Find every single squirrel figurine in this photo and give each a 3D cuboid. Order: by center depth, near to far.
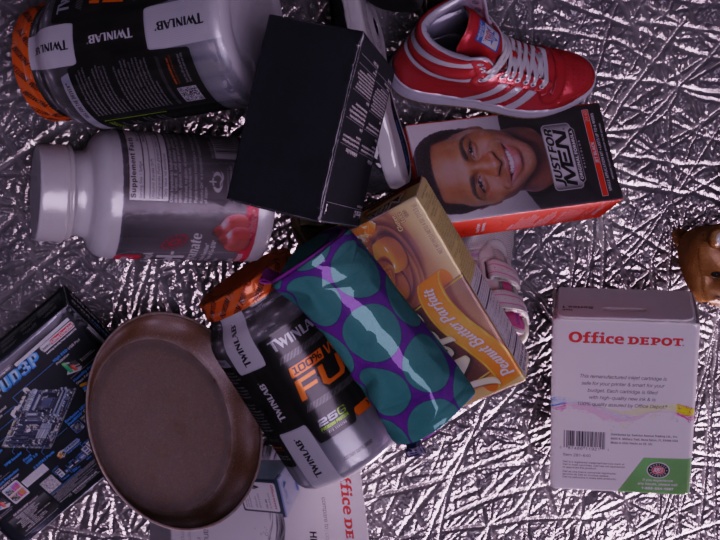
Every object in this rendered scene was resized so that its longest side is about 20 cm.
[{"bbox_3d":[0.422,-0.038,1.396,0.186,0.142,0.201,7,95,-11],"label":"squirrel figurine"}]

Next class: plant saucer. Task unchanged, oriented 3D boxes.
[{"bbox_3d":[-0.173,0.138,1.220,0.032,0.201,0.200,-24,129,41],"label":"plant saucer"}]

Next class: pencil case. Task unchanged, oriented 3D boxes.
[{"bbox_3d":[0.009,0.058,1.154,0.092,0.085,0.200,-29,105,28],"label":"pencil case"}]

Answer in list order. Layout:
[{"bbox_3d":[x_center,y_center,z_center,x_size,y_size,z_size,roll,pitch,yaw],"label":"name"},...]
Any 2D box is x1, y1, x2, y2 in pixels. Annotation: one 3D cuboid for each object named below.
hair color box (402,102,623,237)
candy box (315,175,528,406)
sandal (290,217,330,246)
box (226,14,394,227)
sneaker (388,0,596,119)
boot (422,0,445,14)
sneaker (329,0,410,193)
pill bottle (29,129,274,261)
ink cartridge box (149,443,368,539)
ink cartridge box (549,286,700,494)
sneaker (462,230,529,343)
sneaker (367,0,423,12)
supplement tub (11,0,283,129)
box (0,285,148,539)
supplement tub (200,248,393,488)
[{"bbox_3d":[0.138,-0.092,1.270,0.199,0.061,0.102,-9,77,-16],"label":"hair color box"},{"bbox_3d":[0.054,0.030,1.210,0.115,0.055,0.201,-26,108,21],"label":"candy box"},{"bbox_3d":[0.000,0.000,1.283,0.200,0.054,0.081,43,60,-25],"label":"sandal"},{"bbox_3d":[-0.034,-0.111,1.059,0.078,0.200,0.142,11,92,8],"label":"box"},{"bbox_3d":[0.132,-0.193,1.208,0.199,0.113,0.072,0,71,-13],"label":"sneaker"},{"bbox_3d":[0.116,-0.296,1.182,0.074,0.097,0.201,13,106,-25],"label":"boot"},{"bbox_3d":[-0.031,-0.161,1.201,0.111,0.073,0.201,-11,96,15],"label":"sneaker"},{"bbox_3d":[-0.181,-0.065,1.164,0.199,0.111,0.111,1,111,-20],"label":"pill bottle"},{"bbox_3d":[-0.098,0.249,1.293,0.199,0.147,0.086,5,145,-21],"label":"ink cartridge box"},{"bbox_3d":[0.270,0.123,1.387,0.144,0.084,0.201,1,113,9],"label":"ink cartridge box"},{"bbox_3d":[0.128,0.031,1.301,0.081,0.088,0.201,8,88,-42],"label":"sneaker"},{"bbox_3d":[0.007,-0.302,1.107,0.201,0.067,0.109,32,64,-63],"label":"sneaker"},{"bbox_3d":[-0.170,-0.180,1.074,0.199,0.123,0.123,-6,119,22],"label":"supplement tub"},{"bbox_3d":[-0.295,0.138,1.242,0.200,0.046,0.159,-41,118,0],"label":"box"},{"bbox_3d":[-0.056,0.088,1.241,0.122,0.123,0.201,-33,102,-4],"label":"supplement tub"}]
